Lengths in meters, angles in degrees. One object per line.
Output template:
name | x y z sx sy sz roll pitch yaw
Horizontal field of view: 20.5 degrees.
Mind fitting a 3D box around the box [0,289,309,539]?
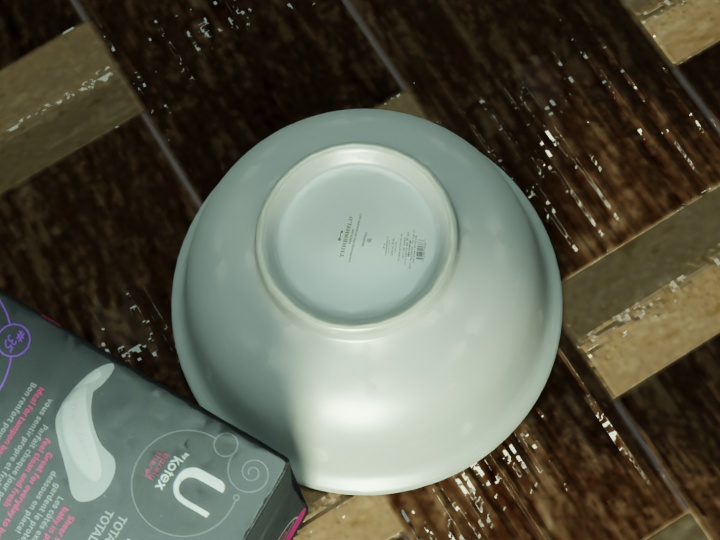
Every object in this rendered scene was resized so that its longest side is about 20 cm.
box | -0.139 0.102 0.920 0.199 0.106 0.123 29 75 13

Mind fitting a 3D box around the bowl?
bowl | 0.000 0.000 0.962 0.199 0.090 0.203 -1 69 4
